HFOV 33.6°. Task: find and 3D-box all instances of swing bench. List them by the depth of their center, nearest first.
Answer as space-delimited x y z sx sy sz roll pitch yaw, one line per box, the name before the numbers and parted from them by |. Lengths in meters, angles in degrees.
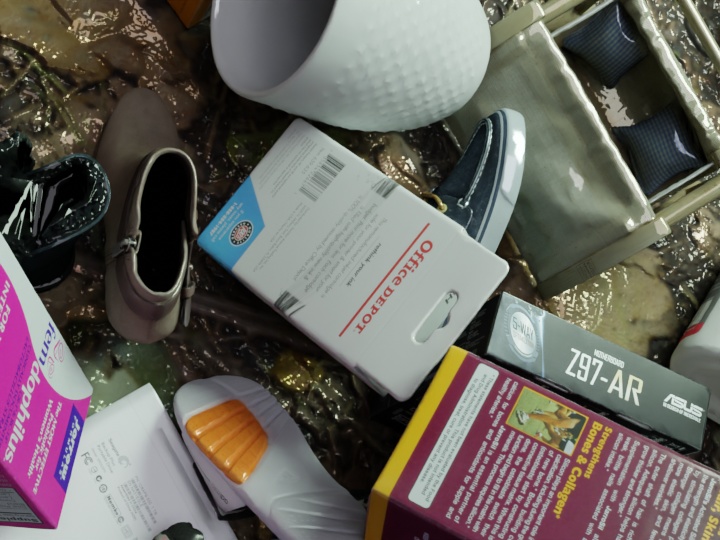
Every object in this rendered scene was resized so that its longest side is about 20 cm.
swing bench | 0.188 -0.118 0.941 0.199 0.130 0.201 -30 88 -24

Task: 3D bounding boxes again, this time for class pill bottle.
pill bottle | 0.344 0.026 0.971 0.110 0.111 0.201 41 66 -6

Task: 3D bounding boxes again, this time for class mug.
mug | 0.007 -0.199 0.851 0.174 0.147 0.203 12 83 -42

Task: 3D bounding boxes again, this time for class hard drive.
hard drive | -0.192 0.181 0.775 0.199 0.027 0.133 -29 88 -25

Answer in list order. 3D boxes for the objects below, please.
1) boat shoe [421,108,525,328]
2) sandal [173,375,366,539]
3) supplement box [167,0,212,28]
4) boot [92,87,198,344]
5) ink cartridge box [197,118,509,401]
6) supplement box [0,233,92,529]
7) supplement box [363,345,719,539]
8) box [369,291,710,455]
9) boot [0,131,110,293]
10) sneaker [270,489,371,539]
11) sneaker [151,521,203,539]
boat shoe | 0.051 -0.031 0.870 0.090 0.071 0.203 18 94 -13
sandal | -0.063 0.147 0.781 0.078 0.060 0.207 -7 38 -38
supplement box | -0.087 -0.296 0.913 0.199 0.073 0.127 -40 93 -25
boot | -0.137 -0.050 0.790 0.069 0.146 0.203 1 75 -18
ink cartridge box | 0.000 0.000 0.805 0.199 0.067 0.116 37 83 29
supplement box | -0.236 0.060 0.676 0.102 0.201 0.102 2 57 8
supplement box | 0.114 0.146 0.695 0.198 0.086 0.111 25 58 13
box | 0.114 0.093 0.818 0.158 0.200 0.044 24 65 -12
boot | -0.260 -0.023 0.725 0.197 0.168 0.078 -7 77 -21
sneaker | 0.021 0.192 0.830 0.197 0.077 0.081 -11 91 -21
sneaker | -0.074 0.235 0.763 0.200 0.074 0.088 43 78 -15
